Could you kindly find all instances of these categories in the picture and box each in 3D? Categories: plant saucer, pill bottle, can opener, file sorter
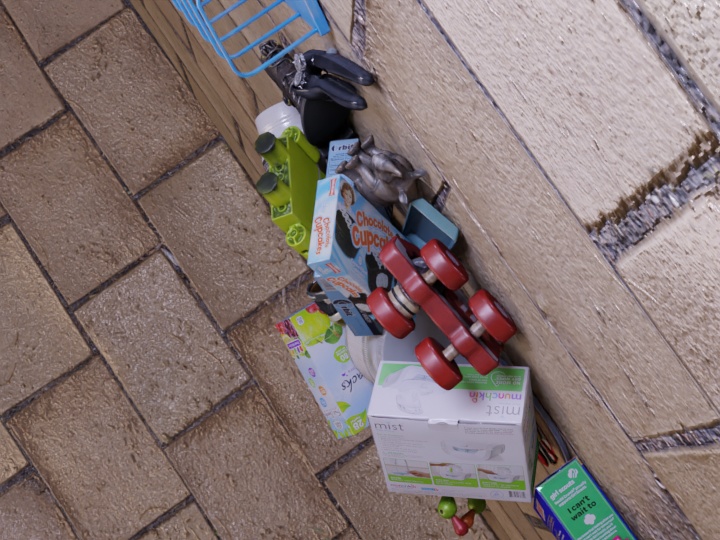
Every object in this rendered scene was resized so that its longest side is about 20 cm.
[{"bbox_3d":[0.085,-0.046,1.496,0.070,0.019,0.200,40,174,5],"label":"plant saucer"},{"bbox_3d":[-0.074,-0.138,1.755,0.116,0.115,0.202,97,153,-81],"label":"pill bottle"},{"bbox_3d":[-0.027,-0.220,1.399,0.200,0.078,0.064,-148,63,-69],"label":"can opener"},{"bbox_3d":[-0.149,-0.333,1.393,0.200,0.122,0.139,50,171,46],"label":"file sorter"}]

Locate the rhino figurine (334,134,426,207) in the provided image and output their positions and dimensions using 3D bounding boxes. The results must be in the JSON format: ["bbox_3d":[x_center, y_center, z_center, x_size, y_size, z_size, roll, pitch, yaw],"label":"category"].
[{"bbox_3d":[0.029,-0.113,1.441,0.087,0.060,0.200,40,175,-9],"label":"rhino figurine"}]

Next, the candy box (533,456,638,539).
[{"bbox_3d":[0.316,0.362,1.632,0.201,0.077,0.169,53,174,20],"label":"candy box"}]

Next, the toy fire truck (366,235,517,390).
[{"bbox_3d":[0.098,0.040,1.484,0.200,0.112,0.168,47,-169,-3],"label":"toy fire truck"}]

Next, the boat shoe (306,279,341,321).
[{"bbox_3d":[0.000,0.000,1.745,0.068,0.200,0.072,45,-142,-10],"label":"boat shoe"}]

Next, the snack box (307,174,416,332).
[{"bbox_3d":[0.008,-0.016,1.502,0.200,0.037,0.117,40,-134,-46],"label":"snack box"}]

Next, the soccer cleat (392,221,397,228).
[{"bbox_3d":[0.005,-0.095,1.821,0.201,0.064,0.084,57,146,32],"label":"soccer cleat"}]

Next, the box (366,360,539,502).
[{"bbox_3d":[0.123,0.210,1.591,0.177,0.198,0.097,75,-157,-45],"label":"box"}]

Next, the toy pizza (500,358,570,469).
[{"bbox_3d":[0.224,0.201,1.714,0.201,0.032,0.200,55,174,8],"label":"toy pizza"}]

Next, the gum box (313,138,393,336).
[{"bbox_3d":[-0.006,-0.041,1.608,0.170,0.044,0.202,57,-146,-56],"label":"gum box"}]

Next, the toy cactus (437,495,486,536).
[{"bbox_3d":[0.144,0.262,1.718,0.165,0.200,0.102,40,145,9],"label":"toy cactus"}]

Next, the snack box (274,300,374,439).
[{"bbox_3d":[-0.007,0.125,1.858,0.201,0.168,0.068,61,151,-3],"label":"snack box"}]

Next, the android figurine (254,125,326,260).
[{"bbox_3d":[-0.073,-0.093,1.598,0.200,0.041,0.184,44,-146,-51],"label":"android figurine"}]

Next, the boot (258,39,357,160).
[{"bbox_3d":[-0.083,-0.239,1.620,0.175,0.069,0.200,53,175,20],"label":"boot"}]

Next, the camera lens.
[{"bbox_3d":[0.072,0.100,1.739,0.161,0.159,0.200,57,171,-12],"label":"camera lens"}]
